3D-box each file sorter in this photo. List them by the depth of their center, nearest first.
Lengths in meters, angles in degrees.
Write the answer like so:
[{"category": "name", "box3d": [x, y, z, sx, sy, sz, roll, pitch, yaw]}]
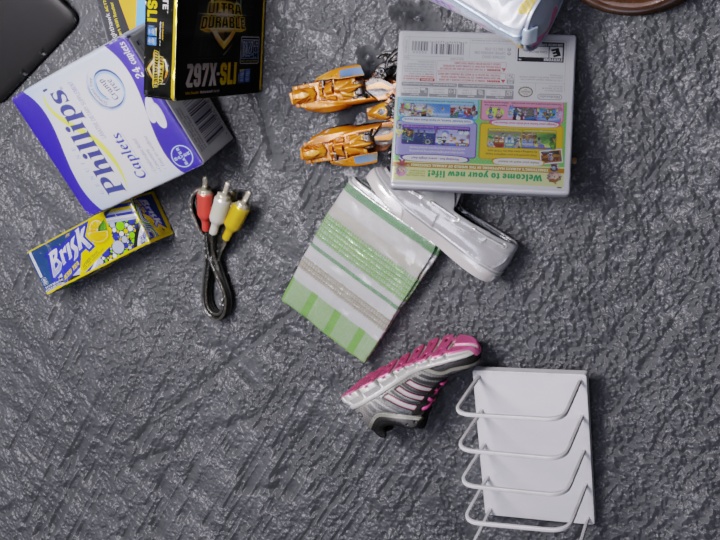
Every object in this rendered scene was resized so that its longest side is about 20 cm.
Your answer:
[{"category": "file sorter", "box3d": [0.194, 0.232, 1.193, 0.138, 0.125, 0.200, 0, 108, 23]}]

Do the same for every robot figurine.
[{"category": "robot figurine", "box3d": [0.019, -0.189, 1.213, 0.200, 0.058, 0.145, -6, 101, 24]}]

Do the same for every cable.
[{"category": "cable", "box3d": [-0.202, -0.031, 1.345, 0.097, 0.050, 0.200, 20, 108, 18]}]

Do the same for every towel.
[{"category": "towel", "box3d": [0.000, 0.000, 1.287, 0.149, 0.031, 0.200, 38, 115, 13]}]

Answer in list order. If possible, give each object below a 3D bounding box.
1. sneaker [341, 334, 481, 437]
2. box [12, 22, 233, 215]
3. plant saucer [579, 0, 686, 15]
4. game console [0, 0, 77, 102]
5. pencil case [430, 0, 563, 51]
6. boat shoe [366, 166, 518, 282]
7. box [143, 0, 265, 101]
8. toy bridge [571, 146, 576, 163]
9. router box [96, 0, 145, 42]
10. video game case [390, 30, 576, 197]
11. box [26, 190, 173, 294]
[{"category": "sneaker", "box3d": [0.076, 0.149, 1.264, 0.200, 0.074, 0.088, -29, 96, 25]}, {"category": "box", "box3d": [-0.303, -0.194, 1.293, 0.200, 0.105, 0.184, -21, 110, 26]}, {"category": "plant saucer", "box3d": [0.280, -0.345, 1.032, 0.200, 0.035, 0.201, 11, 134, 12]}, {"category": "game console", "box3d": [-0.512, -0.371, 1.413, 0.200, 0.116, 0.176, -36, 57, 25]}, {"category": "pencil case", "box3d": [0.124, -0.316, 1.112, 0.200, 0.091, 0.083, 30, 137, 20]}, {"category": "boat shoe", "box3d": [0.099, -0.069, 1.202, 0.200, 0.072, 0.069, 41, 110, 10]}, {"category": "box", "box3d": [-0.181, -0.288, 1.195, 0.049, 0.200, 0.160, 12, 106, 21]}, {"category": "toy bridge", "box3d": [0.150, -0.127, 1.172, 0.200, 0.027, 0.067, 1, 143, 8]}, {"category": "router box", "box3d": [-0.276, -0.396, 1.289, 0.149, 0.051, 0.200, -10, 100, 24]}, {"category": "video game case", "box3d": [0.137, -0.176, 1.131, 0.200, 0.022, 0.183, 3, 84, 6]}, {"category": "box", "box3d": [-0.363, -0.038, 1.404, 0.200, 0.064, 0.070, -24, 93, 25]}]
